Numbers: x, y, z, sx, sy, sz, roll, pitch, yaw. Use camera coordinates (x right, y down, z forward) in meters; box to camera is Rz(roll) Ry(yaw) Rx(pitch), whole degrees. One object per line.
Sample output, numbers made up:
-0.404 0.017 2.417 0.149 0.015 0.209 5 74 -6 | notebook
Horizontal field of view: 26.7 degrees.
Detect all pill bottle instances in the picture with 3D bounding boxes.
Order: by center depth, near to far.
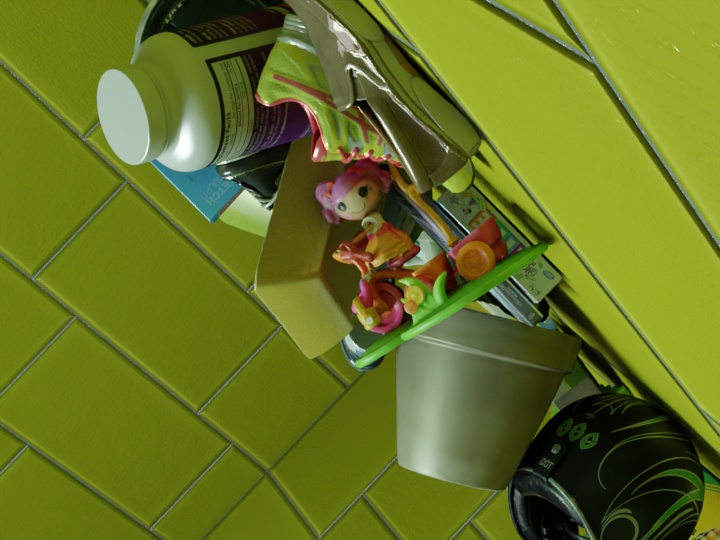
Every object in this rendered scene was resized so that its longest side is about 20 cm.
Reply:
-0.111 -0.148 1.241 0.112 0.199 0.113 27 127 43 | pill bottle

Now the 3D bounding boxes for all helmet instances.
0.271 0.228 1.615 0.200 0.190 0.201 42 150 32 | helmet

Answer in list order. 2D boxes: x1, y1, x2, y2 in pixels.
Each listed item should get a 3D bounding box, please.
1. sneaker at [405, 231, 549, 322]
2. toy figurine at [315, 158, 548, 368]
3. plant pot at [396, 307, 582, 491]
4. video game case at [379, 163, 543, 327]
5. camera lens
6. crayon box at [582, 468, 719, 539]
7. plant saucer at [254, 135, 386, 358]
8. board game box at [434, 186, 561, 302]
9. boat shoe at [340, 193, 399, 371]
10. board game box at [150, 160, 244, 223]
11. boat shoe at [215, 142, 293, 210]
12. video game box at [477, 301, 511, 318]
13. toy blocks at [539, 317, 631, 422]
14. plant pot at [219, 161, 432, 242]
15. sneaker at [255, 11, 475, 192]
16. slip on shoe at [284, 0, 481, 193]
0.121 0.014 1.663 0.200 0.093 0.070 44 179 36 | sneaker
0.030 -0.044 1.305 0.185 0.199 0.150 57 -160 1 | toy figurine
0.115 0.130 1.576 0.198 0.175 0.200 13 180 0 | plant pot
0.090 -0.027 1.473 0.200 0.019 0.143 46 179 -7 | video game case
-0.127 -0.194 1.434 0.160 0.160 0.200 45 179 -2 | camera lens
0.356 0.327 1.749 0.058 0.200 0.173 45 178 -40 | crayon box
-0.026 -0.037 1.409 0.048 0.202 0.200 8 161 17 | plant saucer
0.127 -0.027 1.486 0.134 0.034 0.200 45 179 1 | board game box
0.000 0.000 1.555 0.091 0.070 0.202 109 161 -70 | boat shoe
-0.137 -0.173 1.557 0.153 0.200 0.040 44 179 1 | board game box
-0.077 -0.089 1.391 0.200 0.071 0.068 -8 -97 -75 | boat shoe
0.099 -0.037 1.904 0.182 0.047 0.200 43 -179 -35 | video game box
0.236 0.119 1.783 0.200 0.100 0.137 45 -170 -52 | toy blocks
-0.028 -0.094 1.656 0.199 0.188 0.187 28 172 23 | plant pot
0.001 -0.114 1.205 0.199 0.091 0.078 35 178 -11 | sneaker
0.001 -0.143 1.123 0.200 0.061 0.076 45 179 -8 | slip on shoe
